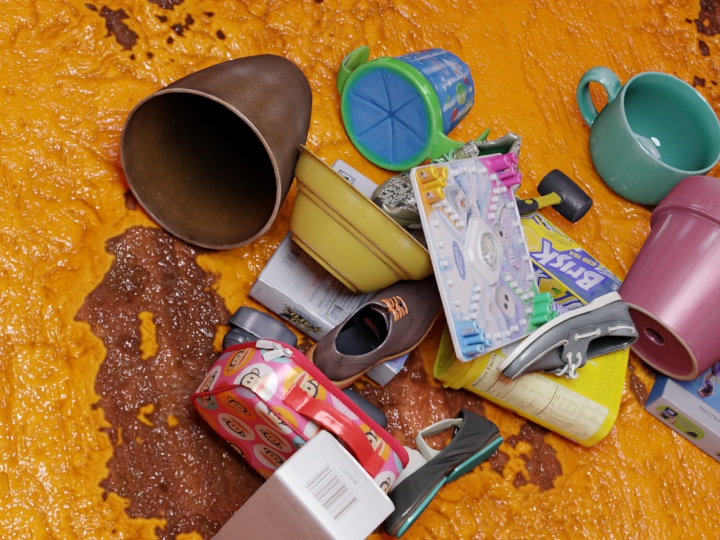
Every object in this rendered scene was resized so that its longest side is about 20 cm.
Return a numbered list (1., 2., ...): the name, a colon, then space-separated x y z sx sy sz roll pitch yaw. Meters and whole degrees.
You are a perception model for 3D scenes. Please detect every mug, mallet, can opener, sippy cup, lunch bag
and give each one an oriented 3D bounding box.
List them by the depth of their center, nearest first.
1. lunch bag: -0.055 0.153 1.319 0.200 0.176 0.082 44 64 -16
2. can opener: -0.058 0.114 1.428 0.200 0.063 0.079 34 77 -7
3. mallet: 0.212 -0.072 1.588 0.066 0.041 0.200 41 29 13
4. sippy cup: 0.067 -0.204 1.634 0.130 0.139 0.178 -34 99 -45
5. mug: 0.365 -0.175 1.759 0.152 0.114 0.185 -12 68 -30

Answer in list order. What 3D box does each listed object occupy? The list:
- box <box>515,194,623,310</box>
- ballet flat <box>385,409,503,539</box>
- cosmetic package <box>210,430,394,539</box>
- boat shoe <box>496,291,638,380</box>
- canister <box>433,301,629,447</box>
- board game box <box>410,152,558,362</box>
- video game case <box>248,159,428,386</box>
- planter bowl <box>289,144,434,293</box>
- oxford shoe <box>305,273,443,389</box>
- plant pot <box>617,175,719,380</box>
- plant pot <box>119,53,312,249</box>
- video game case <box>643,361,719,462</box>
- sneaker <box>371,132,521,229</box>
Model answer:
1. box: 0.212 -0.012 1.627 0.200 0.064 0.070 39 54 -1
2. ballet flat: 0.072 0.209 1.442 0.068 0.068 0.200 43 43 14
3. cosmetic package: -0.058 0.239 1.274 0.102 0.200 0.074 48 54 5
4. boat shoe: 0.229 0.082 1.475 0.200 0.073 0.062 -22 72 -40
5. canister: 0.197 0.098 1.546 0.200 0.087 0.149 26 55 -11
6. board game box: 0.135 -0.021 1.429 0.200 0.026 0.200 -15 90 -56
7. video game case: 0.000 0.000 1.523 0.181 0.045 0.200 34 54 -3
8. planter bowl: -0.013 -0.036 1.423 0.200 0.200 0.083 41 91 1
9. oxford shoe: 0.030 0.055 1.424 0.071 0.073 0.200 47 54 6
10. plant pot: 0.393 0.021 1.587 0.200 0.200 0.179 43 74 3
11. plant pot: -0.133 -0.153 1.492 0.187 0.187 0.200 37 39 -2
12. video game case: 0.459 0.140 1.670 0.181 0.045 0.200 35 54 -4
13. sneaker: 0.101 -0.114 1.535 0.200 0.089 0.077 -20 57 -27
